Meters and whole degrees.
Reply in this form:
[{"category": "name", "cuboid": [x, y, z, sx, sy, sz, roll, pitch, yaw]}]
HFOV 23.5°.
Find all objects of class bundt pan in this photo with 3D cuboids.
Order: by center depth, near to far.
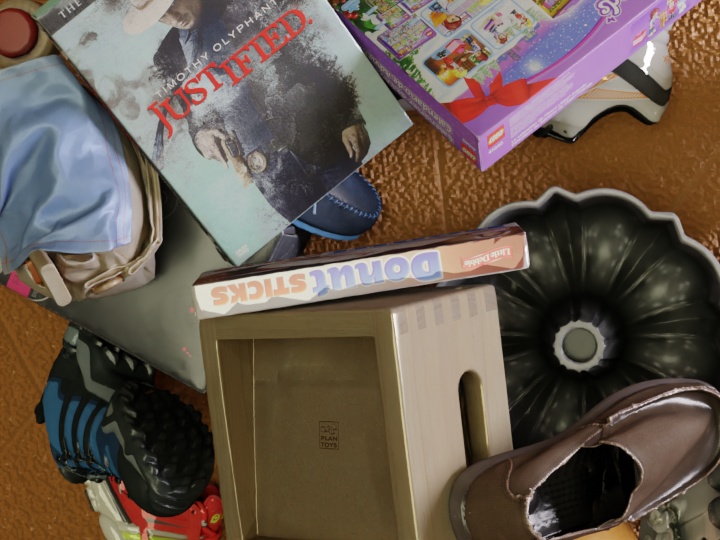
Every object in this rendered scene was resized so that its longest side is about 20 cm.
[{"category": "bundt pan", "cuboid": [0.143, 0.044, 1.115, 0.202, 0.076, 0.202, 1, 95, 11]}]

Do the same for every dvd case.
[{"category": "dvd case", "cuboid": [-0.077, -0.118, 1.029, 0.146, 0.022, 0.200, -38, 116, -4]}]

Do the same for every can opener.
[{"category": "can opener", "cuboid": [0.245, 0.140, 1.080, 0.066, 0.053, 0.200, 20, 141, -22]}]

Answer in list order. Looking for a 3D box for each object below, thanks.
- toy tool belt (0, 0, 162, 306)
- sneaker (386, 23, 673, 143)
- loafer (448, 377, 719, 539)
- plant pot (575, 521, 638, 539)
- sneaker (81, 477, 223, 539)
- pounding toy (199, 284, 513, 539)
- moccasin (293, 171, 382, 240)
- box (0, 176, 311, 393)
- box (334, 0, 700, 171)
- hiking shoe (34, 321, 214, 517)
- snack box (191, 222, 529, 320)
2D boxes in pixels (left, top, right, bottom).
[{"category": "toy tool belt", "cuboid": [-0.192, -0.075, 1.037, 0.125, 0.123, 0.200, -18, 88, 8]}, {"category": "sneaker", "cuboid": [0.105, -0.117, 1.113, 0.200, 0.074, 0.080, -7, 95, 11]}, {"category": "loafer", "cuboid": [0.149, 0.121, 1.004, 0.200, 0.071, 0.073, -23, 101, -28]}, {"category": "plant pot", "cuboid": [0.131, 0.261, 1.087, 0.200, 0.200, 0.183, -17, 75, 11]}, {"category": "sneaker", "cuboid": [-0.123, 0.185, 1.177, 0.085, 0.077, 0.200, -26, 90, 6]}, {"category": "pounding toy", "cuboid": [0.005, 0.114, 1.074, 0.184, 0.142, 0.200, -3, 96, 41]}, {"category": "moccasin", "cuboid": [-0.055, -0.087, 1.101, 0.200, 0.081, 0.068, 32, 118, -32]}, {"category": "box", "cuboid": [-0.151, -0.021, 1.149, 0.200, 0.106, 0.122, 27, 98, 7]}, {"category": "box", "cuboid": [0.103, -0.169, 1.066, 0.200, 0.039, 0.137, -38, 62, -13]}, {"category": "hiking shoe", "cuboid": [-0.153, 0.111, 1.108, 0.074, 0.200, 0.087, 23, 104, -31]}, {"category": "snack box", "cuboid": [0.000, 0.000, 1.047, 0.200, 0.072, 0.024, -9, 96, 1]}]
